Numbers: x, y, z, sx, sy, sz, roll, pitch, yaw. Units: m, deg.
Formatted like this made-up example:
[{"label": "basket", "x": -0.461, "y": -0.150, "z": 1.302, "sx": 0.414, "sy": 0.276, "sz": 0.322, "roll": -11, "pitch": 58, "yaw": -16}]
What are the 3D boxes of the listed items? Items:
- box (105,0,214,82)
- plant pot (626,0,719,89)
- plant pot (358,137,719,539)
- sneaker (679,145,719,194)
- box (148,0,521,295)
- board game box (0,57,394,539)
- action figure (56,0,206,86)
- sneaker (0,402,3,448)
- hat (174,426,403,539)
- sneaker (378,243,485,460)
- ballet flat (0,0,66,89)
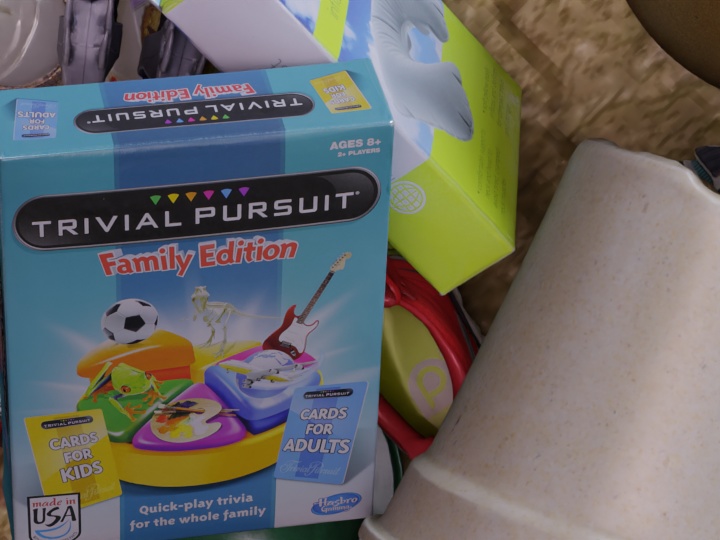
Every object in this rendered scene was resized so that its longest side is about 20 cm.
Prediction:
[{"label": "box", "x": -0.092, "y": -0.097, "z": 1.220, "sx": 0.039, "sy": 0.041, "sz": 0.201, "roll": -10, "pitch": 91, "yaw": 48}, {"label": "plant pot", "x": 0.187, "y": -0.146, "z": 1.126, "sx": 0.186, "sy": 0.200, "sz": 0.187, "roll": 1, "pitch": 100, "yaw": 6}, {"label": "plant pot", "x": 0.122, "y": 0.053, "z": 1.128, "sx": 0.200, "sy": 0.200, "sz": 0.184, "roll": 19, "pitch": 93, "yaw": 1}, {"label": "sneaker", "x": 0.203, "y": 0.031, "z": 1.222, "sx": 0.078, "sy": 0.080, "sz": 0.200, "roll": -45, "pitch": 75, "yaw": 26}, {"label": "box", "x": -0.011, "y": -0.097, "z": 1.149, "sx": 0.048, "sy": 0.122, "sz": 0.200, "roll": -31, "pitch": 120, "yaw": 26}, {"label": "board game box", "x": -0.068, "y": 0.018, "z": 1.110, "sx": 0.150, "sy": 0.047, "sz": 0.201, "roll": -6, "pitch": 128, "yaw": -11}, {"label": "action figure", "x": -0.109, "y": -0.026, "z": 1.162, "sx": 0.130, "sy": 0.069, "sz": 0.201, "roll": 8, "pitch": 97, "yaw": -16}, {"label": "sneaker", "x": -0.162, "y": 0.048, "z": 1.217, "sx": 0.200, "sy": 0.078, "sz": 0.082, "roll": -39, "pitch": 84, "yaw": -16}, {"label": "hat", "x": -0.062, "y": 0.119, "z": 1.206, "sx": 0.199, "sy": 0.176, "sz": 0.166, "roll": 23, "pitch": 102, "yaw": 0}, {"label": "sneaker", "x": 0.000, "y": 0.000, "z": 1.223, "sx": 0.077, "sy": 0.085, "sz": 0.200, "roll": -36, "pitch": 88, "yaw": 10}, {"label": "ballet flat", "x": -0.184, "y": -0.121, "z": 1.230, "sx": 0.199, "sy": 0.067, "sz": 0.068, "roll": 27, "pitch": 101, "yaw": -1}]
